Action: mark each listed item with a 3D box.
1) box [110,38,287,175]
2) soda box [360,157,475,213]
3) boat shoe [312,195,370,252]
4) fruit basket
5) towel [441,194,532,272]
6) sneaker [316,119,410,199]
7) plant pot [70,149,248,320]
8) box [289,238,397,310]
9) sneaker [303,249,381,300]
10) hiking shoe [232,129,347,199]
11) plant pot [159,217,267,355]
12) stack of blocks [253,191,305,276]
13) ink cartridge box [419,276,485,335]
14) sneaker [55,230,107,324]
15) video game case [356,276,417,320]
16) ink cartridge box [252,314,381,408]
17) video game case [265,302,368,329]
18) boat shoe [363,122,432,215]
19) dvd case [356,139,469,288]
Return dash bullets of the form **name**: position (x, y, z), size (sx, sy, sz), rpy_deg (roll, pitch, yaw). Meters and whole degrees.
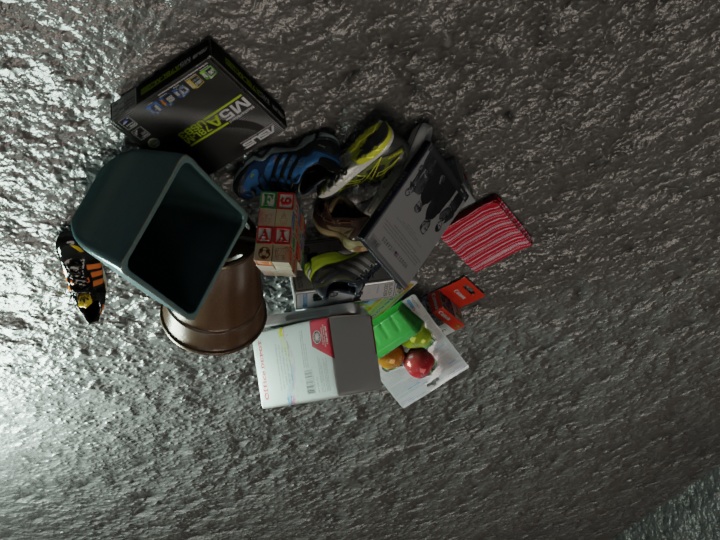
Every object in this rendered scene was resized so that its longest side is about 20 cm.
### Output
- **box**: position (-0.244, -0.234, 1.400), size (0.198, 0.048, 0.193), rpy_deg (-26, 141, 19)
- **soda box**: position (0.103, -0.122, 1.660), size (0.197, 0.064, 0.068), rpy_deg (-26, 144, 17)
- **boat shoe**: position (-0.029, -0.095, 1.576), size (0.071, 0.200, 0.073), rpy_deg (-14, 115, -18)
- **fruit basket**: position (0.103, 0.171, 1.949), size (0.184, 0.094, 0.201), rpy_deg (-35, 107, 22)
- **towel**: position (0.247, -0.068, 1.824), size (0.143, 0.023, 0.200), rpy_deg (-27, 143, 20)
- **sneaker**: position (0.003, -0.167, 1.531), size (0.084, 0.076, 0.199), rpy_deg (24, 142, -33)
- **plant pot**: position (-0.336, -0.073, 1.445), size (0.197, 0.198, 0.196), rpy_deg (19, 164, 32)
- **box**: position (-0.036, 0.001, 1.738), size (0.196, 0.118, 0.061), rpy_deg (-8, 146, -9)
- **sneaker**: position (0.000, 0.000, 1.664), size (0.196, 0.082, 0.074), rpy_deg (-19, 151, -5)
- **hiking shoe**: position (-0.122, -0.159, 1.510), size (0.197, 0.088, 0.075), rpy_deg (-24, 144, 13)
- **plant pot**: position (-0.255, 0.009, 1.623), size (0.196, 0.202, 0.200), rpy_deg (-3, 137, -15)
- **stack of blocks**: position (-0.134, -0.050, 1.567), size (0.057, 0.118, 0.200), rpy_deg (3, 169, 3)
- **ink cartridge box**: position (0.171, 0.096, 2.000), size (0.198, 0.051, 0.109), rpy_deg (-29, 142, 22)
- **sneaker**: position (-0.488, 0.015, 1.624), size (0.068, 0.091, 0.202), rpy_deg (-9, 145, -7)
- **video game case**: position (-0.009, 0.053, 1.905), size (0.180, 0.023, 0.200), rpy_deg (16, 135, -35)
- **ink cartridge box**: position (-0.085, 0.173, 1.751), size (0.197, 0.149, 0.144), rpy_deg (-13, 172, 35)
- **video game case**: position (-0.084, 0.094, 1.816), size (0.178, 0.024, 0.200), rpy_deg (-10, 171, 7)
- **boat shoe**: position (0.059, -0.169, 1.574), size (0.069, 0.071, 0.202), rpy_deg (29, 121, 10)
- **dvd case**: position (0.091, -0.091, 1.532), size (0.201, 0.025, 0.150), rpy_deg (-54, 135, -11)
